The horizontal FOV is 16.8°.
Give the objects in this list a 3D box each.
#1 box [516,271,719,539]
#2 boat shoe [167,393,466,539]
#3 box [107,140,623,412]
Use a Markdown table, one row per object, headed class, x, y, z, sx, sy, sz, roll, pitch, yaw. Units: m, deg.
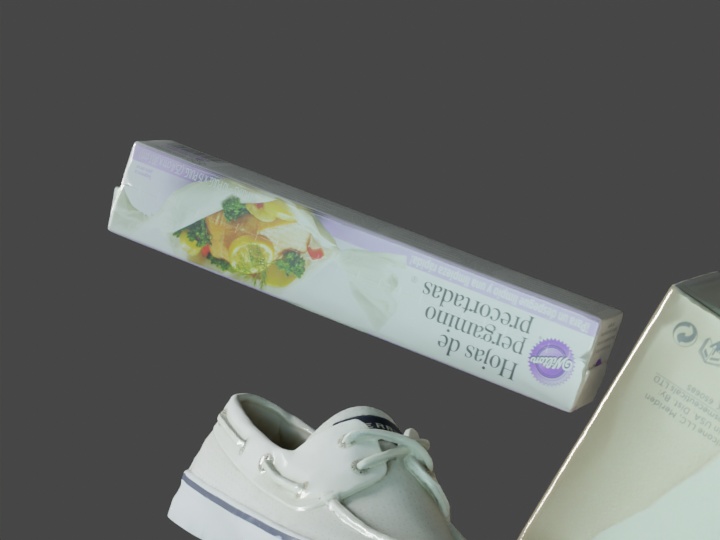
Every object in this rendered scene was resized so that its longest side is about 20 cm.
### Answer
| class | x | y | z | sx | sy | sz | roll | pitch | yaw |
| --- | --- | --- | --- | --- | --- | --- | --- | --- | --- |
| box | 0.103 | 0.106 | 0.883 | 0.078 | 0.095 | 0.200 | 33 | 102 | 14 |
| boat shoe | -0.004 | 0.084 | 0.887 | 0.071 | 0.200 | 0.070 | 21 | 88 | -27 |
| box | 0.000 | 0.000 | 0.936 | 0.200 | 0.041 | 0.039 | 21 | 101 | 15 |
